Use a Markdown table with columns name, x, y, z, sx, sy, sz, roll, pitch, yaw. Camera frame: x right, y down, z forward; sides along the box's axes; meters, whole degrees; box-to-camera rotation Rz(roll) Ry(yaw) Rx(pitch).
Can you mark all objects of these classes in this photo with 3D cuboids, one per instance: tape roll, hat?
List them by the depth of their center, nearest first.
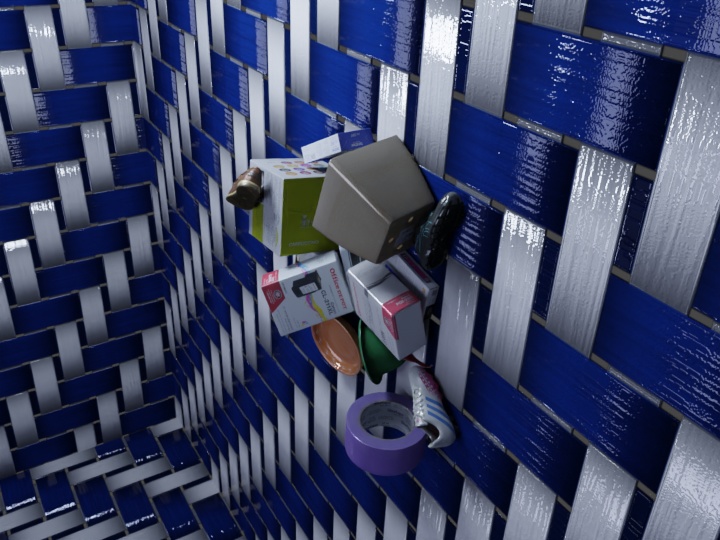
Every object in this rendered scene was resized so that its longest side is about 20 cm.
| name | x | y | z | sx | sy | sz | roll | pitch | yaw |
| --- | --- | --- | --- | --- | --- | --- | --- | --- | --- |
| tape roll | 0.062 | 0.391 | 1.682 | 0.200 | 0.198 | 0.086 | 41 | 137 | 46 |
| hat | 0.102 | 0.185 | 1.690 | 0.166 | 0.174 | 0.202 | 52 | -151 | -54 |

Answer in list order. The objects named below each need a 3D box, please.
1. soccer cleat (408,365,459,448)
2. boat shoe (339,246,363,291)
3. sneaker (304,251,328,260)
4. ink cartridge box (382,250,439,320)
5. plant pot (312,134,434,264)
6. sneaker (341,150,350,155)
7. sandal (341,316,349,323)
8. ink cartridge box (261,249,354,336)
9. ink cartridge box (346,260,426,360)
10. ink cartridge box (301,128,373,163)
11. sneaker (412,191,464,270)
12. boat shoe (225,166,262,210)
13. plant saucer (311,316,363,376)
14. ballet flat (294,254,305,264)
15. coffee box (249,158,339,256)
| name | x | y | z | sx | sy | sz | roll | pitch | yaw |
| --- | --- | --- | --- | --- | --- | --- | --- | --- | --- |
| soccer cleat | 0.150 | 0.313 | 1.605 | 0.201 | 0.086 | 0.070 | 62 | 149 | 24 |
| boat shoe | 0.000 | 0.000 | 1.735 | 0.073 | 0.070 | 0.201 | -87 | -15 | -44 |
| sneaker | -0.108 | -0.007 | 1.885 | 0.201 | 0.070 | 0.081 | 104 | 143 | -70 |
| ink cartridge box | 0.103 | 0.015 | 1.601 | 0.200 | 0.037 | 0.095 | 47 | 142 | 36 |
| plant pot | 0.041 | -0.137 | 1.495 | 0.177 | 0.199 | 0.201 | 46 | 142 | 24 |
| sneaker | -0.028 | -0.224 | 1.635 | 0.090 | 0.067 | 0.200 | 25 | 158 | -1 |
| sandal | -0.090 | 0.124 | 1.982 | 0.201 | 0.048 | 0.076 | 48 | 142 | 39 |
| ink cartridge box | -0.130 | 0.055 | 1.738 | 0.083 | 0.198 | 0.147 | -103 | -7 | -70 |
| ink cartridge box | 0.059 | 0.084 | 1.601 | 0.200 | 0.084 | 0.147 | 43 | 153 | 44 |
| ink cartridge box | -0.058 | -0.298 | 1.678 | 0.199 | 0.093 | 0.045 | 0 | 103 | 61 |
| sneaker | 0.150 | -0.090 | 1.428 | 0.080 | 0.075 | 0.201 | 57 | 147 | 33 |
| boat shoe | -0.284 | -0.204 | 1.743 | 0.200 | 0.071 | 0.068 | -24 | 44 | 66 |
| plant saucer | -0.059 | 0.198 | 1.932 | 0.199 | 0.037 | 0.202 | 32 | 139 | 32 |
| ballet flat | -0.153 | -0.038 | 1.964 | 0.200 | 0.068 | 0.064 | 110 | 179 | -73 |
| coffee box | -0.157 | -0.168 | 1.788 | 0.197 | 0.198 | 0.202 | 33 | 124 | 50 |
